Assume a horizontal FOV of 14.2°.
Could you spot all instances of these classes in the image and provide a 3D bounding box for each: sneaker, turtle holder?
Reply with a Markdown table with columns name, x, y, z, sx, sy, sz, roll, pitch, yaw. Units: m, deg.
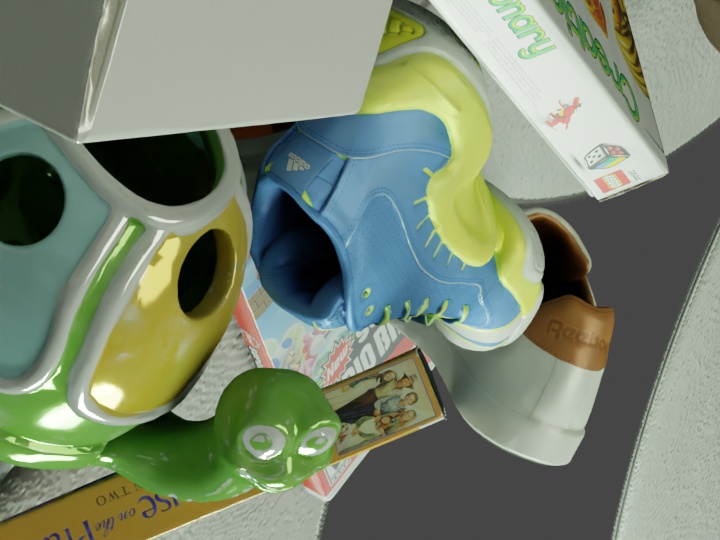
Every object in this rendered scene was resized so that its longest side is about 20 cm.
| name | x | y | z | sx | sy | sz | roll | pitch | yaw |
| --- | --- | --- | --- | --- | --- | --- | --- | --- | --- |
| sneaker | 0.005 | -0.010 | 1.061 | 0.105 | 0.076 | 0.200 | -47 | 147 | -18 |
| sneaker | 0.059 | 0.003 | 1.223 | 0.072 | 0.200 | 0.085 | 16 | 107 | -28 |
| turtle holder | -0.100 | 0.000 | 0.988 | 0.140 | 0.186 | 0.132 | -1 | 150 | -40 |

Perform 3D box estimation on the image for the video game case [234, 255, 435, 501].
| name | x | y | z | sx | sy | sz | roll | pitch | yaw |
| --- | --- | --- | --- | --- | --- | --- | --- | --- | --- |
| video game case | 0.000 | 0.000 | 1.335 | 0.143 | 0.017 | 0.200 | -51 | 148 | -22 |

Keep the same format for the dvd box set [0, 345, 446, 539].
| name | x | y | z | sx | sy | sz | roll | pitch | yaw |
| --- | --- | --- | --- | --- | --- | --- | --- | --- | --- |
| dvd box set | -0.063 | 0.080 | 1.108 | 0.199 | 0.030 | 0.146 | -23 | 179 | 0 |

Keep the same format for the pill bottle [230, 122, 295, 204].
| name | x | y | z | sx | sy | sz | roll | pitch | yaw |
| --- | --- | --- | --- | --- | --- | --- | --- | --- | --- |
| pill bottle | -0.050 | -0.116 | 1.063 | 0.114 | 0.114 | 0.201 | -48 | 147 | -27 |

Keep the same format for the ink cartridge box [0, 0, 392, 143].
| name | x | y | z | sx | sy | sz | roll | pitch | yaw |
| --- | --- | --- | --- | --- | --- | --- | --- | --- | --- |
| ink cartridge box | -0.096 | -0.143 | 0.876 | 0.147 | 0.199 | 0.145 | -12 | 122 | -55 |

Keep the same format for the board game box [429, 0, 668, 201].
| name | x | y | z | sx | sy | sz | roll | pitch | yaw |
| --- | --- | --- | --- | --- | --- | --- | --- | --- | --- |
| board game box | 0.049 | -0.124 | 1.033 | 0.200 | 0.034 | 0.127 | 44 | 29 | -54 |

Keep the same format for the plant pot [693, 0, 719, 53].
| name | x | y | z | sx | sy | sz | roll | pitch | yaw |
| --- | --- | --- | --- | --- | --- | --- | --- | --- | --- |
| plant pot | 0.239 | -0.220 | 1.408 | 0.200 | 0.200 | 0.175 | -45 | 129 | -31 |
